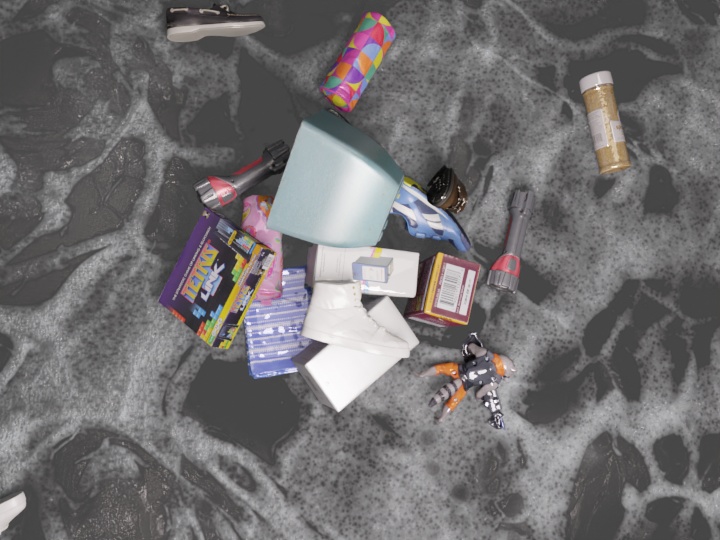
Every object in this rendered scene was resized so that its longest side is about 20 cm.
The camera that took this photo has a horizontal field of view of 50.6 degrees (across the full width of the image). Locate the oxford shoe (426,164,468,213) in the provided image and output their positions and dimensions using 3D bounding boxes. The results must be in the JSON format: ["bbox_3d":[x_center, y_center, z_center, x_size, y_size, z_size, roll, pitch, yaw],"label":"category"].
[{"bbox_3d":[0.176,-0.149,1.467,0.084,0.200,0.073,43,108,-5],"label":"oxford shoe"}]

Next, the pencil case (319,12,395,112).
[{"bbox_3d":[-0.005,-0.419,1.528,0.087,0.088,0.203,31,79,-3],"label":"pencil case"}]

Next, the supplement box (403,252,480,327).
[{"bbox_3d":[0.150,0.041,1.439,0.083,0.200,0.113,16,82,-6],"label":"supplement box"}]

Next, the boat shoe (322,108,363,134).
[{"bbox_3d":[-0.022,-0.238,1.515,0.074,0.062,0.204,-27,88,-8],"label":"boat shoe"}]

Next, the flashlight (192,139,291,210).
[{"bbox_3d":[-0.227,-0.186,1.478,0.198,0.068,0.069,-34,102,-13],"label":"flashlight"}]

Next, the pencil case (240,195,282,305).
[{"bbox_3d":[-0.187,-0.040,1.451,0.085,0.088,0.206,-1,76,-7],"label":"pencil case"}]

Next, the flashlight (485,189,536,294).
[{"bbox_3d":[0.306,-0.058,1.542,0.066,0.068,0.205,9,77,28],"label":"flashlight"}]

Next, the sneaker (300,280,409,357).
[{"bbox_3d":[0.003,0.079,1.314,0.195,0.074,0.119,15,85,-11],"label":"sneaker"}]

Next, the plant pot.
[{"bbox_3d":[-0.030,-0.150,1.372,0.196,0.197,0.200,23,110,1],"label":"plant pot"}]

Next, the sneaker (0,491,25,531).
[{"bbox_3d":[-0.662,0.487,1.351,0.197,0.074,0.117,-30,90,1],"label":"sneaker"}]

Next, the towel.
[{"bbox_3d":[-0.158,0.099,1.483,0.141,0.024,0.206,-7,85,-9],"label":"towel"}]

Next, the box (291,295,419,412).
[{"bbox_3d":[-0.013,0.151,1.420,0.198,0.152,0.107,-38,96,-13],"label":"box"}]

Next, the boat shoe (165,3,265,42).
[{"bbox_3d":[-0.288,-0.496,1.504,0.194,0.074,0.062,-6,90,1],"label":"boat shoe"}]

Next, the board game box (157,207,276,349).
[{"bbox_3d":[-0.265,0.013,1.402,0.163,0.056,0.203,31,95,28],"label":"board game box"}]

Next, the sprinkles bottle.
[{"bbox_3d":[0.510,-0.307,1.588,0.066,0.068,0.206,-11,86,-8],"label":"sprinkles bottle"}]

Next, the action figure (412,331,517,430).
[{"bbox_3d":[0.222,0.233,1.481,0.190,0.105,0.204,-26,86,1],"label":"action figure"}]

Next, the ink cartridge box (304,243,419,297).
[{"bbox_3d":[0.000,0.000,1.443,0.194,0.145,0.090,8,88,-10],"label":"ink cartridge box"}]

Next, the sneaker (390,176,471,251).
[{"bbox_3d":[0.136,-0.097,1.518,0.199,0.074,0.083,39,103,-10],"label":"sneaker"}]
